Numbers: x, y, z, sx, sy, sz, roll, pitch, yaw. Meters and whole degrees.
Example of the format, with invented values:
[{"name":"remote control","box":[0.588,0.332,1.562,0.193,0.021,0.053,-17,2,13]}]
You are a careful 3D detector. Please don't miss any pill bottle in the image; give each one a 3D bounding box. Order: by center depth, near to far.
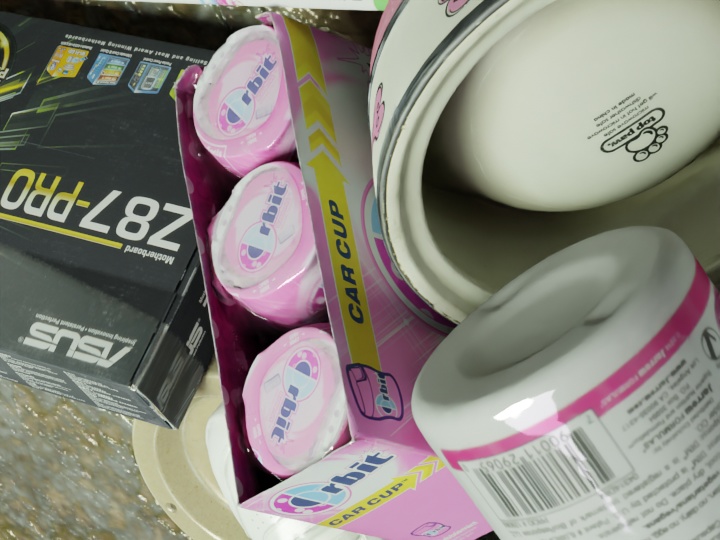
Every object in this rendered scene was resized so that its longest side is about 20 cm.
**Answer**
[{"name":"pill bottle","box":[0.117,0.093,0.772,0.113,0.113,0.200,-22,110,41]}]

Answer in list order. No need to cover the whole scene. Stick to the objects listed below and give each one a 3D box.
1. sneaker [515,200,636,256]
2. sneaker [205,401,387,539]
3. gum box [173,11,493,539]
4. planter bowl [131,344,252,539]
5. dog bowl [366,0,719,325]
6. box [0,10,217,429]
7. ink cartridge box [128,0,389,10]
[{"name":"sneaker","box":[0.099,0.032,0.895,0.075,0.200,0.078,-5,155,-15]},{"name":"sneaker","box":[0.013,0.126,0.873,0.075,0.100,0.200,-36,111,8]},{"name":"gum box","box":[0.000,0.000,0.852,0.113,0.200,0.066,18,140,-41]},{"name":"planter bowl","box":[-0.021,0.056,0.987,0.200,0.135,0.200,16,133,19]},{"name":"dog bowl","box":[0.092,-0.067,0.796,0.200,0.074,0.200,-12,137,-12]},{"name":"box","box":[-0.136,-0.030,0.957,0.200,0.161,0.049,14,159,28]},{"name":"ink cartridge box","box":[-0.039,-0.182,0.839,0.200,0.084,0.145,5,128,28]}]
